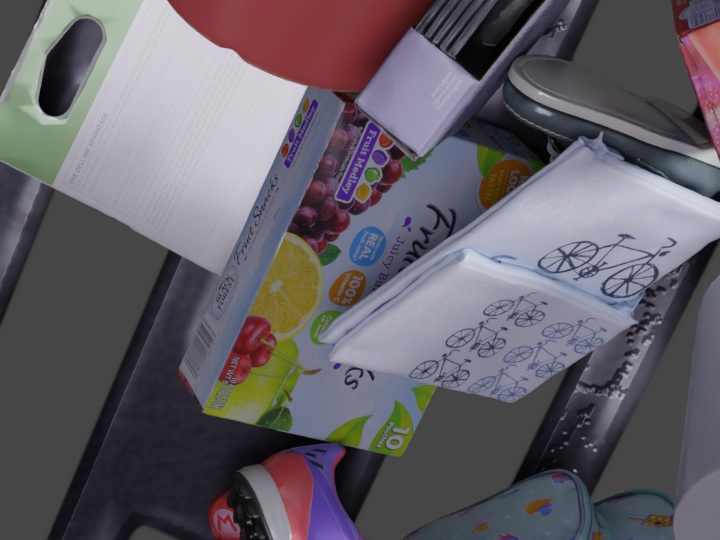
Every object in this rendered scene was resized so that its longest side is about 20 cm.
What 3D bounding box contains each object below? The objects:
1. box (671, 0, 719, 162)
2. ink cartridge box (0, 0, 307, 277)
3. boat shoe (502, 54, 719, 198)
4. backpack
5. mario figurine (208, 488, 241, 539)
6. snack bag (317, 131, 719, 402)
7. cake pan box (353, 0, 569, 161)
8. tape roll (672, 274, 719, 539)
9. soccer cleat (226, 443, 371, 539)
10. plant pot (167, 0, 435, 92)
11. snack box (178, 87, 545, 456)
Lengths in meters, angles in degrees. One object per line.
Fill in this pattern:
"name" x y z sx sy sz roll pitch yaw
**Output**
"box" 0.225 -0.113 1.209 0.099 0.200 0.096 -19 102 11
"ink cartridge box" -0.101 -0.088 1.328 0.200 0.048 0.146 28 107 -3
"boat shoe" 0.138 -0.066 1.250 0.073 0.200 0.062 46 111 35
"backpack" 0.116 0.207 1.330 0.199 0.176 0.154 -20 108 7
"mario figurine" -0.051 0.226 1.385 0.123 0.106 0.201 -20 109 -6
"snack bag" 0.103 0.007 1.270 0.200 0.188 0.021 -37 59 25
"cake pan box" 0.085 -0.152 1.211 0.052 0.200 0.184 38 108 3
"tape roll" 0.277 0.091 1.250 0.202 0.140 0.203 8 146 5
"soccer cleat" -0.009 0.197 1.316 0.073 0.068 0.201 -22 88 -20
"plant pot" -0.013 -0.206 1.219 0.200 0.201 0.178 26 117 -3
"snack box" 0.000 0.000 1.313 0.142 0.053 0.200 14 111 -32
